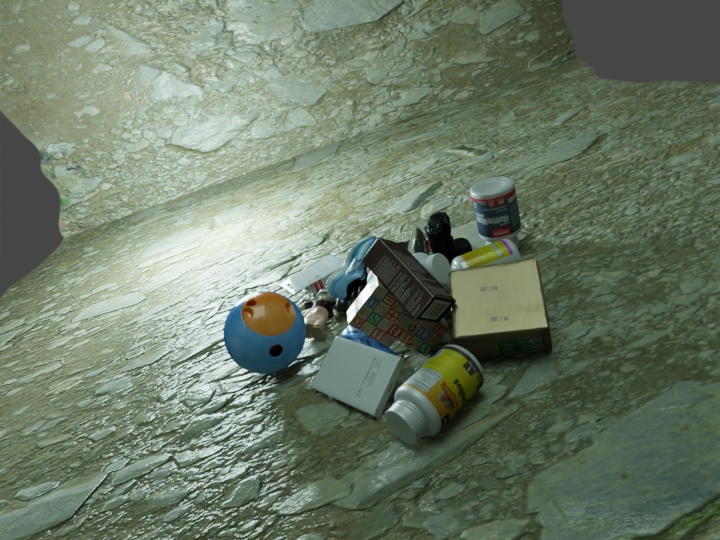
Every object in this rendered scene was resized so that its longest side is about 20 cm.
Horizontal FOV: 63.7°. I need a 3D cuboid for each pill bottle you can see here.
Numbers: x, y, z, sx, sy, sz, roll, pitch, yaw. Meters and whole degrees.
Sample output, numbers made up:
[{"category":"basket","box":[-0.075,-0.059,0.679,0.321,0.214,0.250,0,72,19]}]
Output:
[{"category":"pill bottle","box":[0.141,0.239,1.117,0.200,0.110,0.109,-36,32,-31]},{"category":"pill bottle","box":[0.378,-0.145,1.599,0.119,0.201,0.120,-15,27,8]},{"category":"pill bottle","box":[0.303,-0.001,1.481,0.199,0.105,0.104,-20,26,-5]},{"category":"pill bottle","box":[0.118,0.019,1.399,0.200,0.104,0.104,-18,20,44]}]

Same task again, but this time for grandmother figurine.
[{"category":"grandmother figurine","box":[-0.114,0.114,1.584,0.121,0.061,0.200,17,30,5]}]

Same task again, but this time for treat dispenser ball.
[{"category":"treat dispenser ball","box":[-0.233,0.151,1.419,0.200,0.201,0.201,-14,27,7]}]

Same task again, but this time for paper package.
[{"category":"paper package","box":[0.299,0.086,1.257,0.199,0.104,0.191,-9,52,17]}]

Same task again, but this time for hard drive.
[{"category":"hard drive","box":[-0.008,0.227,1.264,0.200,0.027,0.132,12,69,44]}]

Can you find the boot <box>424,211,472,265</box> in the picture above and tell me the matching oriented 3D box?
[{"category":"boot","box":[0.247,-0.091,1.615,0.076,0.169,0.200,1,32,31]}]

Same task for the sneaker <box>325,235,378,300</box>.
[{"category":"sneaker","box":[0.000,0.000,1.548,0.090,0.078,0.200,33,85,34]}]

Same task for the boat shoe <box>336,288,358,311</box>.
[{"category":"boat shoe","box":[-0.037,0.050,1.630,0.066,0.072,0.201,-9,29,7]}]

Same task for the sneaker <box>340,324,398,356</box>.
[{"category":"sneaker","box":[0.026,0.165,1.353,0.200,0.066,0.079,17,73,51]}]

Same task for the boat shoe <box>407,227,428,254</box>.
[{"category":"boat shoe","box":[0.161,-0.042,1.572,0.057,0.067,0.200,17,39,-7]}]

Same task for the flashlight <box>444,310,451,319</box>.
[{"category":"flashlight","box":[0.236,0.096,1.390,0.199,0.068,0.068,-3,55,20]}]

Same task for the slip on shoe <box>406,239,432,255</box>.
[{"category":"slip on shoe","box":[0.161,-0.065,1.742,0.199,0.061,0.074,-19,25,-6]}]

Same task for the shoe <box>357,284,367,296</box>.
[{"category":"shoe","box":[0.028,0.041,1.624,0.070,0.054,0.200,9,33,10]}]

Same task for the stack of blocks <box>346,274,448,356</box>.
[{"category":"stack of blocks","box":[0.083,0.112,1.303,0.115,0.200,0.059,-53,18,17]}]

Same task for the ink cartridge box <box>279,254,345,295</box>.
[{"category":"ink cartridge box","box":[-0.133,0.028,1.763,0.200,0.051,0.109,-31,30,-22]}]

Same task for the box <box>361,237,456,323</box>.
[{"category":"box","box":[0.103,0.021,1.262,0.075,0.100,0.200,-51,55,19]}]

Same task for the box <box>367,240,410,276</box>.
[{"category":"box","box":[0.098,-0.005,1.606,0.161,0.049,0.200,-5,35,-12]}]
